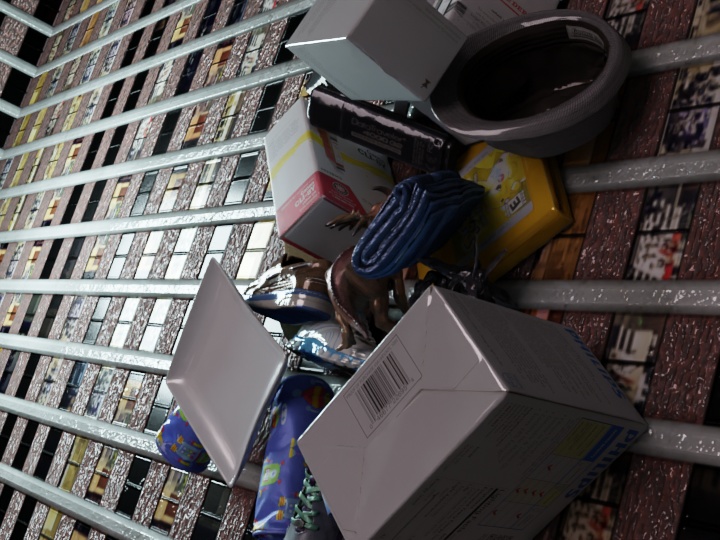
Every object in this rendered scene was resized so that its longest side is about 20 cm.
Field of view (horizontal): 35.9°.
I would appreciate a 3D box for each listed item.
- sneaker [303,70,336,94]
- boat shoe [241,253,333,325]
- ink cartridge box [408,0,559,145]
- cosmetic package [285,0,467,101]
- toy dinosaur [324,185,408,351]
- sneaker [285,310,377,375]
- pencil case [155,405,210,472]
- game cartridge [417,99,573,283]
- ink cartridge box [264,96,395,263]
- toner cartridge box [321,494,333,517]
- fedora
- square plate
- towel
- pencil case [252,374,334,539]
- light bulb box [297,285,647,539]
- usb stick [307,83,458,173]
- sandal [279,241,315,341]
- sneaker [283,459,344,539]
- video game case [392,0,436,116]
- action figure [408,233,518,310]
[{"bbox_3d":[-0.017,-0.260,1.525,0.106,0.075,0.200,-58,23,19],"label":"sneaker"},{"bbox_3d":[-0.080,0.021,1.314,0.200,0.072,0.072,-2,67,59],"label":"boat shoe"},{"bbox_3d":[0.132,-0.255,1.233,0.068,0.116,0.200,-12,46,59],"label":"ink cartridge box"},{"bbox_3d":[0.011,-0.237,1.156,0.085,0.108,0.200,-56,24,-6],"label":"cosmetic package"},{"bbox_3d":[0.000,0.000,1.202,0.086,0.136,0.200,-10,23,24],"label":"toy dinosaur"},{"bbox_3d":[-0.016,0.074,1.285,0.200,0.075,0.087,13,74,57],"label":"sneaker"},{"bbox_3d":[-0.187,0.166,1.445,0.200,0.078,0.087,-54,49,15],"label":"pencil case"},{"bbox_3d":[0.132,-0.066,1.202,0.200,0.032,0.176,-39,40,33],"label":"game cartridge"},{"bbox_3d":[-0.031,-0.099,1.352,0.083,0.145,0.200,-44,37,27],"label":"ink cartridge box"},{"bbox_3d":[0.057,0.172,1.086,0.200,0.095,0.043,-50,34,21],"label":"toner cartridge box"},{"bbox_3d":[0.178,-0.175,1.123,0.200,0.090,0.177,-18,47,13],"label":"fedora"},{"bbox_3d":[-0.158,0.119,1.323,0.198,0.028,0.200,49,126,40],"label":"square plate"},{"bbox_3d":[0.059,-0.046,1.119,0.112,0.049,0.200,-55,-11,18],"label":"towel"},{"bbox_3d":[-0.076,0.218,1.262,0.087,0.078,0.200,-21,51,36],"label":"pencil case"},{"bbox_3d":[0.094,0.138,0.938,0.198,0.200,0.125,-50,48,22],"label":"light bulb box"},{"bbox_3d":[0.022,-0.162,1.278,0.200,0.033,0.056,25,127,27],"label":"usb stick"},{"bbox_3d":[-0.070,-0.006,1.428,0.070,0.078,0.212,62,-158,-81],"label":"sandal"},{"bbox_3d":[-0.046,0.227,1.150,0.074,0.088,0.200,3,52,43],"label":"sneaker"},{"bbox_3d":[0.061,-0.236,1.334,0.200,0.017,0.143,103,-178,-74],"label":"video game case"},{"bbox_3d":[0.084,0.066,1.109,0.200,0.119,0.102,-59,21,27],"label":"action figure"}]
